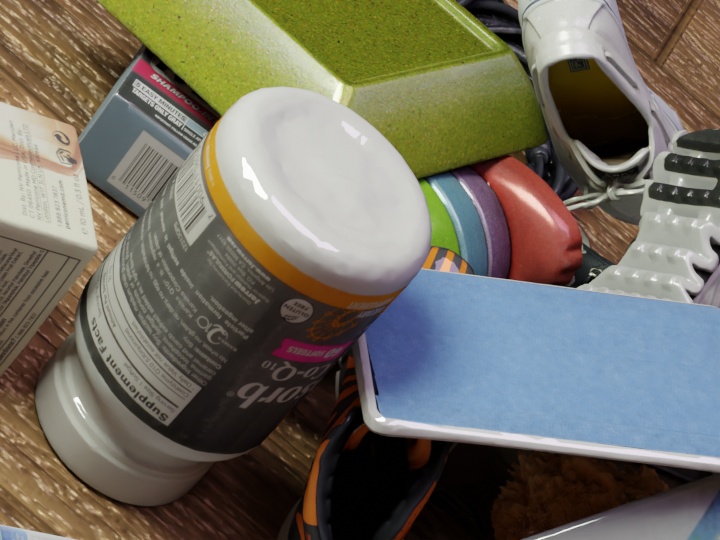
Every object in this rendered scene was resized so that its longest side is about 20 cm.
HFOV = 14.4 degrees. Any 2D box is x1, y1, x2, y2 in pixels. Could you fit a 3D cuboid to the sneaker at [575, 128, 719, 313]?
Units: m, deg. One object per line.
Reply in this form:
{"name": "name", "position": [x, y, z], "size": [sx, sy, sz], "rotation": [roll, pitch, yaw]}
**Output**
{"name": "sneaker", "position": [0.157, 0.023, 1.478], "size": [0.200, 0.075, 0.081], "rotation": [-52, 135, -21]}

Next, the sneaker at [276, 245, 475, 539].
{"name": "sneaker", "position": [0.022, 0.069, 1.378], "size": [0.077, 0.112, 0.201], "rotation": [20, 68, -4]}

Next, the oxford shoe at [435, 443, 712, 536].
{"name": "oxford shoe", "position": [0.093, 0.101, 1.513], "size": [0.199, 0.085, 0.073], "rotation": [13, 16, -19]}

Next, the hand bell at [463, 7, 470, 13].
{"name": "hand bell", "position": [0.020, -0.174, 1.680], "size": [0.200, 0.104, 0.104], "rotation": [47, 34, 23]}

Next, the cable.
{"name": "cable", "position": [0.076, -0.105, 1.738], "size": [0.199, 0.051, 0.164], "rotation": [-12, 62, -50]}

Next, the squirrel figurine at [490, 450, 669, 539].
{"name": "squirrel figurine", "position": [0.155, 0.155, 1.420], "size": [0.199, 0.187, 0.142], "rotation": [14, 44, -34]}

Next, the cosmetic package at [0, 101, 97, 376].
{"name": "cosmetic package", "position": [-0.234, -0.034, 1.314], "size": [0.199, 0.103, 0.088], "rotation": [18, 39, -33]}

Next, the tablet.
{"name": "tablet", "position": [0.093, 0.047, 1.359], "size": [0.199, 0.014, 0.130], "rotation": [8, 35, -12]}

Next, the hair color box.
{"name": "hair color box", "position": [-0.078, -0.098, 1.570], "size": [0.099, 0.061, 0.200], "rotation": [36, 35, -7]}

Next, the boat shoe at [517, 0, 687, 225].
{"name": "boat shoe", "position": [0.137, -0.068, 1.539], "size": [0.202, 0.074, 0.087], "rotation": [64, 19, -51]}

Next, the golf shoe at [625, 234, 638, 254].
{"name": "golf shoe", "position": [0.191, 0.041, 1.564], "size": [0.091, 0.076, 0.200], "rotation": [0, 37, -33]}

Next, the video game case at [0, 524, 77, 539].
{"name": "video game case", "position": [-0.156, 0.172, 1.245], "size": [0.199, 0.018, 0.144], "rotation": [16, 43, -34]}

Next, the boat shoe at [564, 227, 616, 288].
{"name": "boat shoe", "position": [0.111, 0.016, 1.592], "size": [0.060, 0.076, 0.200], "rotation": [15, 11, -27]}

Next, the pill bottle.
{"name": "pill bottle", "position": [-0.064, 0.017, 1.339], "size": [0.116, 0.200, 0.117], "rotation": [25, 38, -22]}

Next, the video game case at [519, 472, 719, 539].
{"name": "video game case", "position": [0.135, 0.212, 1.332], "size": [0.022, 0.181, 0.201], "rotation": [81, -9, -80]}

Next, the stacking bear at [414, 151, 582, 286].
{"name": "stacking bear", "position": [0.000, 0.000, 1.507], "size": [0.199, 0.122, 0.114], "rotation": [-14, 61, -44]}

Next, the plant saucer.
{"name": "plant saucer", "position": [-0.015, -0.130, 1.534], "size": [0.200, 0.048, 0.199], "rotation": [43, 36, 26]}
